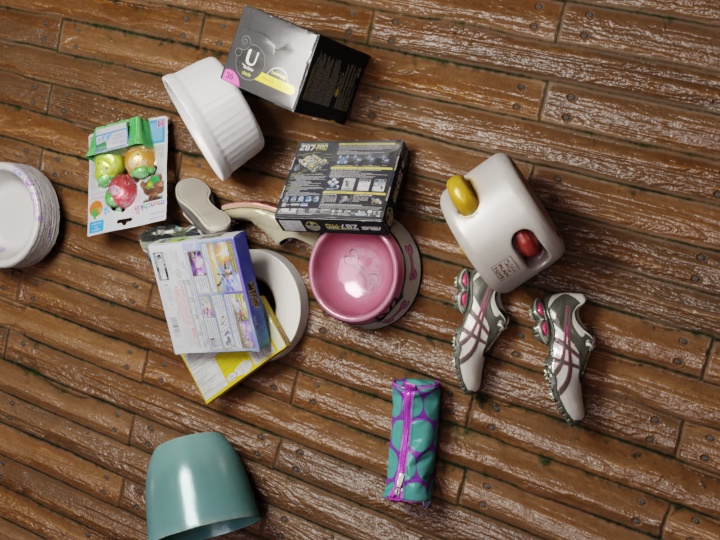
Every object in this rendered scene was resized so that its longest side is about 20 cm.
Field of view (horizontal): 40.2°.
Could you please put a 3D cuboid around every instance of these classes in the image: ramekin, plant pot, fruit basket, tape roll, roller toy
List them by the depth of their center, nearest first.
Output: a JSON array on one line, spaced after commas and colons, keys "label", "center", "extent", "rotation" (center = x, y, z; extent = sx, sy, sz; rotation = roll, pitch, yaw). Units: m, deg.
[{"label": "roller toy", "center": [0.208, -0.067, 1.482], "extent": [0.139, 0.200, 0.184], "rotation": [-34, 82, 13]}, {"label": "ramekin", "center": [-0.247, -0.265, 1.683], "extent": [0.097, 0.201, 0.202], "rotation": [-31, 77, -8]}, {"label": "plant pot", "center": [-0.287, 0.379, 1.729], "extent": [0.198, 0.200, 0.164], "rotation": [-23, 69, 23]}, {"label": "tape roll", "center": [-0.186, 0.062, 1.752], "extent": [0.199, 0.037, 0.207], "rotation": [1, 93, 24]}, {"label": "fruit basket", "center": [-0.435, -0.176, 1.812], "extent": [0.182, 0.094, 0.204], "rotation": [-9, 69, 24]}]

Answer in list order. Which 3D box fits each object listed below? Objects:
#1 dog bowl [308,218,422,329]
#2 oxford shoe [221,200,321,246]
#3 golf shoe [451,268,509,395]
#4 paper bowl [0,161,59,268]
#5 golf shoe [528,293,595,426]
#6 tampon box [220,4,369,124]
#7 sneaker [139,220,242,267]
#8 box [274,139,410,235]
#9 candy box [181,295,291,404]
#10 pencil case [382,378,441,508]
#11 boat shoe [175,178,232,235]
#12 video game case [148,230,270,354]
[{"label": "dog bowl", "center": [0.000, 0.000, 1.646], "extent": [0.196, 0.074, 0.205], "rotation": [1, 92, 25]}, {"label": "oxford shoe", "center": [-0.157, -0.082, 1.717], "extent": [0.196, 0.071, 0.075], "rotation": [8, 98, 24]}, {"label": "golf shoe", "center": [0.191, 0.099, 1.564], "extent": [0.086, 0.077, 0.205], "rotation": [2, 93, 17]}, {"label": "paper bowl", "center": [-0.673, -0.108, 1.929], "extent": [0.197, 0.104, 0.205], "rotation": [1, 92, 25]}, {"label": "golf shoe", "center": [0.320, 0.134, 1.500], "extent": [0.086, 0.077, 0.204], "rotation": [-14, 87, 16]}, {"label": "tampon box", "center": [-0.104, -0.332, 1.614], "extent": [0.148, 0.199, 0.128], "rotation": [26, 101, 21]}, {"label": "sneaker", "center": [-0.298, -0.040, 1.791], "extent": [0.196, 0.078, 0.088], "rotation": [-1, 125, 12]}, {"label": "box", "center": [-0.030, -0.140, 1.627], "extent": [0.196, 0.049, 0.164], "rotation": [2, 61, 23]}, {"label": "candy box", "center": [-0.221, 0.141, 1.736], "extent": [0.199, 0.026, 0.103], "rotation": [-35, 75, 21]}, {"label": "pencil case", "center": [0.084, 0.278, 1.607], "extent": [0.084, 0.092, 0.204], "rotation": [5, 93, 24]}, {"label": "boat shoe", "center": [-0.281, -0.098, 1.749], "extent": [0.200, 0.066, 0.058], "rotation": [47, 145, 48]}, {"label": "video game case", "center": [-0.259, 0.040, 1.684], "extent": [0.178, 0.045, 0.204], "rotation": [-3, 107, 27]}]
